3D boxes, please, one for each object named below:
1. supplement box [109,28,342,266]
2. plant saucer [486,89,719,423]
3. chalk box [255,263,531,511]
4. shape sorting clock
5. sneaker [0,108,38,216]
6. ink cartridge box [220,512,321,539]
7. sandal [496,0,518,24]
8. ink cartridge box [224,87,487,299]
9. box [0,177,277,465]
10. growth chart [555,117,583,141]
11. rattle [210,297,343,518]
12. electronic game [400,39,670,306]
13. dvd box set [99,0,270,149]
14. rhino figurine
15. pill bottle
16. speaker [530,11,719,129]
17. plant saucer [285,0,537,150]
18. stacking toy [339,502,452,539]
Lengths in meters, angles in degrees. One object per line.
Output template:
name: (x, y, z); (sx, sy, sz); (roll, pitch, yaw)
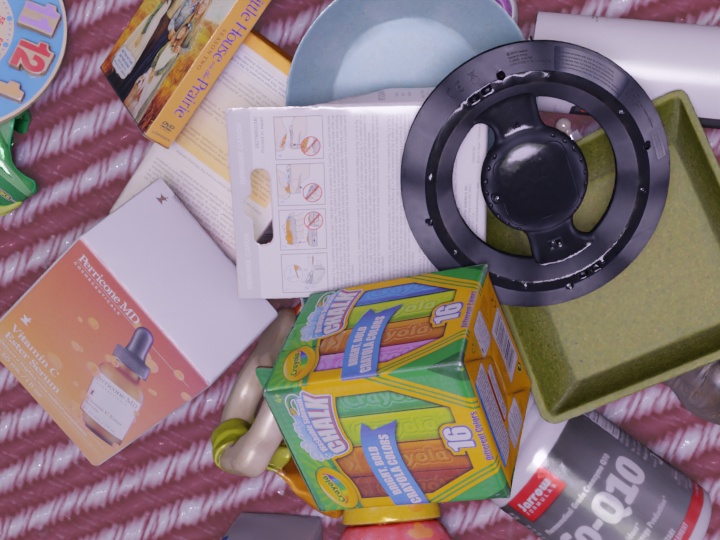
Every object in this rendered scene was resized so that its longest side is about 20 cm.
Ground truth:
supplement box: (-0.107, -0.095, 0.899); (0.126, 0.074, 0.201); (37, 100, 5)
plant saucer: (0.206, -0.006, 0.814); (0.199, 0.048, 0.202); (-27, 71, 25)
chalk box: (0.011, 0.092, 0.776); (0.198, 0.124, 0.126); (-12, 120, 24)
shape sorting clock: (-0.359, -0.216, 0.902); (0.198, 0.039, 0.202); (5, 75, -17)
sneaker: (-0.351, -0.147, 0.950); (0.083, 0.074, 0.202); (-18, 88, -16)
ink cartridge box: (-0.084, 0.335, 0.907); (0.085, 0.146, 0.202); (3, 97, 9)
sandal: (0.064, -0.152, 0.869); (0.082, 0.050, 0.204); (24, 96, 15)
ink cartridge box: (0.000, -0.058, 0.811); (0.198, 0.050, 0.162); (-1, 113, 2)
box: (-0.197, 0.048, 0.867); (0.153, 0.106, 0.200); (49, 131, -6)
growth chart: (0.132, -0.036, 0.891); (0.199, 0.018, 0.146); (-26, 92, 12)
rattle: (-0.039, 0.099, 0.915); (0.142, 0.130, 0.201); (23, 74, -4)
electronic game: (0.128, -0.068, 0.763); (0.198, 0.042, 0.202); (1, 110, 3)
dvd box set: (-0.138, -0.218, 0.869); (0.201, 0.029, 0.146); (-52, 42, 12)
rhino figurine: (0.291, 0.080, 0.853); (0.200, 0.060, 0.088); (40, 118, 3)
pill bottle: (0.177, 0.173, 0.858); (0.199, 0.114, 0.114); (35, 101, 4)
speaker: (0.233, -0.160, 0.826); (0.198, 0.081, 0.082); (7, 98, 9)
plant saucer: (0.040, -0.136, 0.823); (0.199, 0.039, 0.203); (0, 113, -1)
stacking toy: (0.025, 0.226, 0.900); (0.145, 0.146, 0.202); (-9, 79, 11)
